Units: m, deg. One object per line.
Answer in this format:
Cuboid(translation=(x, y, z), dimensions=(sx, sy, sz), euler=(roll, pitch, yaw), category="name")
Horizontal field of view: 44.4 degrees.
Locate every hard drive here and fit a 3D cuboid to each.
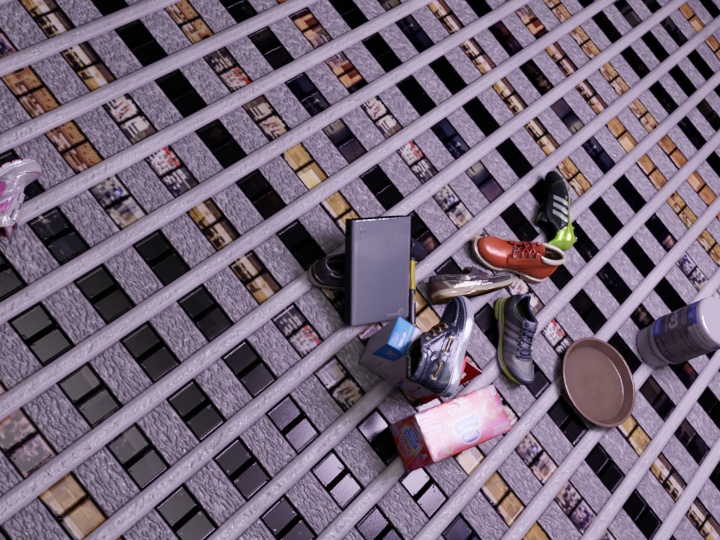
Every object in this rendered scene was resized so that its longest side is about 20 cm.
Cuboid(translation=(0.032, -0.002, 1.681), dimensions=(0.139, 0.033, 0.200), euler=(-7, 103, -36), category="hard drive")

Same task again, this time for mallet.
Cuboid(translation=(0.109, 0.033, 1.770), dimensions=(0.066, 0.041, 0.200), euler=(14, 70, -57), category="mallet")

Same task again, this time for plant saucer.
Cuboid(translation=(0.508, 0.242, 1.900), dimensions=(0.200, 0.029, 0.200), euler=(12, 62, -24), category="plant saucer")

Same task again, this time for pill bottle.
Cuboid(translation=(0.720, 0.142, 1.959), dimensions=(0.114, 0.200, 0.114), euler=(13, 62, -25), category="pill bottle")

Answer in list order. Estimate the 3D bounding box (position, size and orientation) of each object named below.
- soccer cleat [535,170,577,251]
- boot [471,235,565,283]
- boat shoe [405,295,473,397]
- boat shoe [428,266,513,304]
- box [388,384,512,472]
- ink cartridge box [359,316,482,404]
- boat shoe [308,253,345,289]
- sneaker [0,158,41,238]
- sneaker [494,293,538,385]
Cuboid(translation=(0.440, -0.139, 2.018), dimensions=(0.081, 0.068, 0.200), euler=(0, 68, -16), category="soccer cleat")
Cuboid(translation=(0.340, -0.040, 1.889), dimensions=(0.200, 0.107, 0.075), euler=(17, 62, -20), category="boot")
Cuboid(translation=(0.141, 0.121, 1.578), dimensions=(0.091, 0.071, 0.200), euler=(26, 58, -22), category="boat shoe")
Cuboid(translation=(0.229, 0.022, 1.817), dimensions=(0.200, 0.073, 0.065), euler=(-10, 78, -32), category="boat shoe")
Cuboid(translation=(0.168, 0.293, 1.642), dimensions=(0.200, 0.100, 0.096), euler=(-14, 75, -34), category="box")
Cuboid(translation=(0.114, 0.181, 1.652), dimensions=(0.200, 0.116, 0.067), euler=(33, 55, -12), category="ink cartridge box")
Cuboid(translation=(0.000, 0.000, 1.704), dimensions=(0.200, 0.063, 0.073), euler=(0, 66, -31), category="boat shoe")
Cuboid(translation=(-0.582, -0.098, 1.420), dimensions=(0.088, 0.081, 0.200), euler=(43, 63, -7), category="sneaker")
Cuboid(translation=(0.327, 0.137, 1.814), dimensions=(0.074, 0.081, 0.200), euler=(4, 66, -27), category="sneaker")
